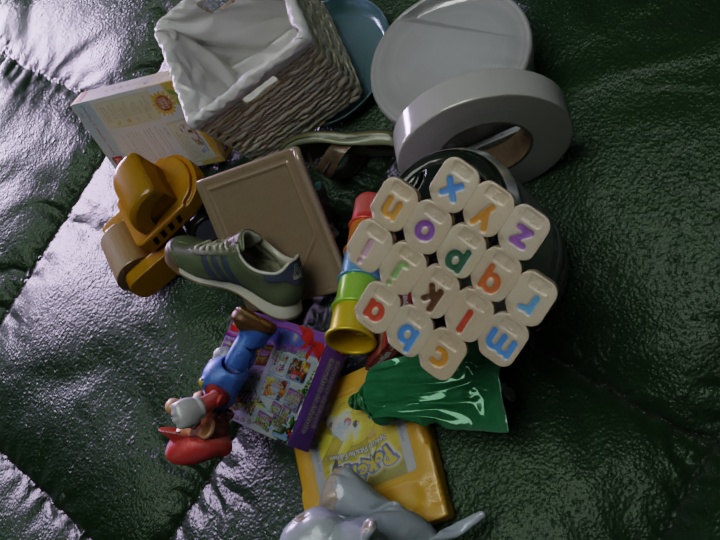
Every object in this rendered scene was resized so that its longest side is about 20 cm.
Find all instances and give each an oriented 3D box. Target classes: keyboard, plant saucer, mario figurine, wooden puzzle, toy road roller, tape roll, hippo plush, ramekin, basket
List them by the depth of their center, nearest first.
[{"bbox_3d":[-0.002,0.307,1.037,0.199,0.161,0.160,16,98,21],"label":"hippo plush"},{"bbox_3d":[0.136,-0.147,1.129,0.202,0.203,0.037,-22,60,23],"label":"tape roll"},{"bbox_3d":[-0.182,0.133,1.196,0.106,0.123,0.200,23,83,37],"label":"mario figurine"},{"bbox_3d":[0.127,-0.130,1.215,0.199,0.056,0.011,-21,65,23],"label":"keyboard"},{"bbox_3d":[0.120,-0.233,1.224,0.202,0.094,0.203,-10,63,20],"label":"ramekin"},{"bbox_3d":[-0.107,-0.049,1.270,0.200,0.037,0.186,-12,103,42],"label":"wooden puzzle"},{"bbox_3d":[-0.134,-0.282,1.339,0.198,0.161,0.200,-33,58,17],"label":"basket"},{"bbox_3d":[-0.040,-0.283,1.397,0.200,0.027,0.201,-12,65,27],"label":"plant saucer"},{"bbox_3d":[-0.296,-0.075,1.398,0.200,0.146,0.123,-41,55,11],"label":"toy road roller"}]

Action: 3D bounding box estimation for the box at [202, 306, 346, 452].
[{"bbox_3d":[-0.110,0.129,1.241,0.200,0.039,0.137,13,78,49],"label":"box"}]

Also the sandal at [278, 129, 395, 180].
[{"bbox_3d":[-0.023,-0.146,1.305,0.200,0.080,0.058,2,86,32],"label":"sandal"}]

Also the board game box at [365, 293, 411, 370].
[{"bbox_3d":[0.039,0.008,1.180,0.103,0.019,0.201,123,157,-58],"label":"board game box"}]

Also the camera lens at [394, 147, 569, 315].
[{"bbox_3d":[0.124,-0.027,1.088,0.160,0.200,0.161,-12,65,27],"label":"camera lens"}]

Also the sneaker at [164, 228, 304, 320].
[{"bbox_3d":[-0.152,-0.019,1.250,0.200,0.067,0.090,25,128,18],"label":"sneaker"}]

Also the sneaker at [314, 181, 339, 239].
[{"bbox_3d":[-0.113,-0.094,1.318,0.199,0.078,0.092,14,124,29],"label":"sneaker"}]

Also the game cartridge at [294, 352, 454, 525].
[{"bbox_3d":[0.005,0.215,1.169,0.176,0.032,0.201,-26,58,21],"label":"game cartridge"}]

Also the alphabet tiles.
[{"bbox_3d":[0.086,0.000,0.977,0.200,0.015,0.196,35,111,12],"label":"alphabet tiles"}]

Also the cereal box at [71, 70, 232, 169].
[{"bbox_3d":[-0.299,-0.208,1.456,0.199,0.144,0.040,-5,42,29],"label":"cereal box"}]

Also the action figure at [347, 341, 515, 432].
[{"bbox_3d":[0.070,0.130,1.114,0.199,0.055,0.119,-13,71,31],"label":"action figure"}]

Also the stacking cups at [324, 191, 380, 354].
[{"bbox_3d":[0.000,0.000,1.190,0.060,0.061,0.201,-13,49,27],"label":"stacking cups"}]
